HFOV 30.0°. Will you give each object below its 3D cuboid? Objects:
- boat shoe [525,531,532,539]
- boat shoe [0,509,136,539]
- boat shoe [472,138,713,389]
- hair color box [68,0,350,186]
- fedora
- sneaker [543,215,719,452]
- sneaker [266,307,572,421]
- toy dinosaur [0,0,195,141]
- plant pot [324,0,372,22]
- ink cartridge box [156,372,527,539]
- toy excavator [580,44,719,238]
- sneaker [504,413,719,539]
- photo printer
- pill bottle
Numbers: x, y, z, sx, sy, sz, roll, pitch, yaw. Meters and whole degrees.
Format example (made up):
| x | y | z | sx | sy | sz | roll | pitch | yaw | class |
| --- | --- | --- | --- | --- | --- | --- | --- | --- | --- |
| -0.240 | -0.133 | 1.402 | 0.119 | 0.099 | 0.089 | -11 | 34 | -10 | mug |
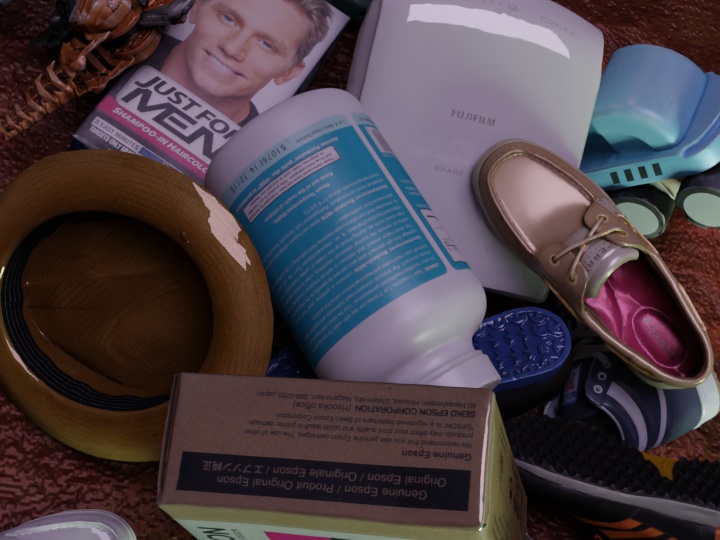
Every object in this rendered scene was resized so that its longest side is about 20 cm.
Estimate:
| x | y | z | sx | sy | sz | roll | pitch | yaw | class |
| --- | --- | --- | --- | --- | --- | --- | --- | --- | --- |
| 0.085 | 0.186 | 0.832 | 0.072 | 0.066 | 0.201 | -19 | 75 | -24 | boat shoe |
| -0.214 | 0.178 | 0.732 | 0.200 | 0.069 | 0.072 | -12 | 72 | -23 | boat shoe |
| 0.152 | -0.005 | 0.840 | 0.200 | 0.069 | 0.074 | 45 | 91 | -5 | boat shoe |
| -0.101 | -0.119 | 0.907 | 0.100 | 0.061 | 0.200 | 34 | 60 | -3 | hair color box |
| -0.134 | 0.016 | 0.802 | 0.201 | 0.201 | 0.082 | 47 | 22 | 5 | fedora |
| 0.155 | 0.037 | 0.920 | 0.108 | 0.070 | 0.200 | -28 | 81 | -29 | sneaker |
| 0.038 | 0.076 | 0.867 | 0.200 | 0.078 | 0.070 | -8 | 59 | 3 | sneaker |
| -0.166 | -0.173 | 0.854 | 0.136 | 0.102 | 0.200 | 28 | 56 | 36 | toy dinosaur |
| 0.026 | -0.271 | 0.946 | 0.200 | 0.201 | 0.161 | 10 | 73 | -14 | plant pot |
| 0.000 | 0.125 | 0.728 | 0.164 | 0.200 | 0.075 | 1 | 66 | 13 | ink cartridge box |
| 0.172 | -0.123 | 0.969 | 0.200 | 0.194 | 0.100 | 47 | 57 | -27 | toy excavator |
| 0.167 | 0.160 | 0.861 | 0.200 | 0.090 | 0.070 | 15 | 25 | -8 | sneaker |
| 0.068 | -0.092 | 0.893 | 0.166 | 0.069 | 0.200 | 13 | 95 | -7 | photo printer |
| 0.000 | 0.000 | 0.794 | 0.111 | 0.111 | 0.200 | -25 | 74 | -26 | pill bottle |
